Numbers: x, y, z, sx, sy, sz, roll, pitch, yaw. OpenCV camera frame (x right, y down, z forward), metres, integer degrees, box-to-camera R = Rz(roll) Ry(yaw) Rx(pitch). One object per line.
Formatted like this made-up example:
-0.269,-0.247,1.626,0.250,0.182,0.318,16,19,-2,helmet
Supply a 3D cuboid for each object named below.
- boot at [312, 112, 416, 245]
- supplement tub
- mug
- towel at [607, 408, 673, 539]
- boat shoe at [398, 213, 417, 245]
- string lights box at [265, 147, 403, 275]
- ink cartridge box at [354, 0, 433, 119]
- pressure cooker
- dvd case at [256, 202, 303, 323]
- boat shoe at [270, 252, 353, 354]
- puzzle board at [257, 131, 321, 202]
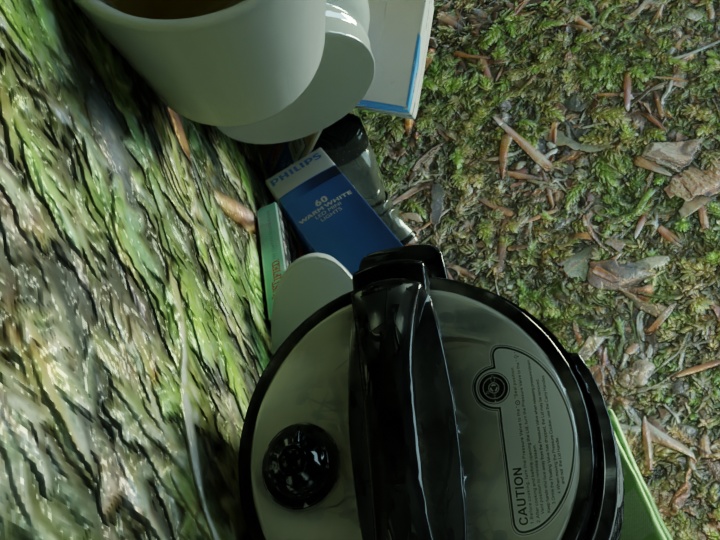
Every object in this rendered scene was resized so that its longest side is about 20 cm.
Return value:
-0.021,-0.092,0.970,0.132,0.067,0.200,61,-7,-30,boot
-0.076,-0.211,0.748,0.145,0.143,0.203,56,13,-66,supplement tub
-0.085,-0.175,0.581,0.153,0.147,0.189,76,1,-69,mug
0.091,0.186,0.600,0.031,0.199,0.150,35,25,-36,towel
0.027,-0.025,1.077,0.071,0.069,0.202,-97,168,-60,boat shoe
0.000,0.000,0.801,0.200,0.058,0.103,53,-8,47,string lights box
0.026,-0.202,0.928,0.200,0.067,0.118,-45,145,-83,ink cartridge box
0.034,0.101,0.500,0.175,0.179,0.200,39,-6,23,pressure cooker
-0.029,0.064,0.802,0.147,0.022,0.202,-104,170,-54,dvd case
-0.007,0.080,0.695,0.068,0.071,0.203,-86,156,-74,boat shoe
-0.053,-0.174,0.880,0.201,0.017,0.153,-57,-135,48,puzzle board
